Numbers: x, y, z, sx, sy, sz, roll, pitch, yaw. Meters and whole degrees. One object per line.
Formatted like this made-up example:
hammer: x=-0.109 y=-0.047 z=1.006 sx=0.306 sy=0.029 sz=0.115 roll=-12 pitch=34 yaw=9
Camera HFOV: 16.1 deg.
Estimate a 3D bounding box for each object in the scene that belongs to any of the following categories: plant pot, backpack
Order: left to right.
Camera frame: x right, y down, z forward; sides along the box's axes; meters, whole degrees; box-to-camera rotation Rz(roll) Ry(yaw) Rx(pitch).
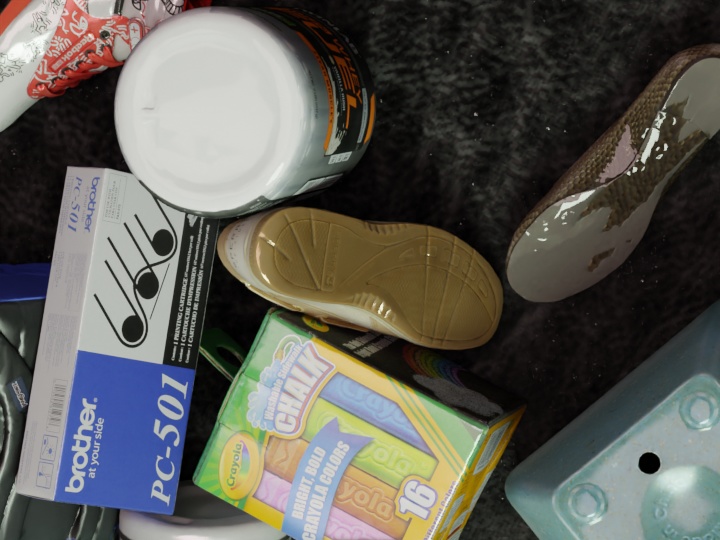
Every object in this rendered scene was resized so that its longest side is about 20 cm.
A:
backpack: x=-0.229 y=0.098 z=1.623 sx=0.168 sy=0.162 sz=0.201 roll=19 pitch=107 yaw=50
plant pot: x=0.201 y=0.139 z=1.474 sx=0.196 sy=0.200 sz=0.196 roll=-40 pitch=80 yaw=9

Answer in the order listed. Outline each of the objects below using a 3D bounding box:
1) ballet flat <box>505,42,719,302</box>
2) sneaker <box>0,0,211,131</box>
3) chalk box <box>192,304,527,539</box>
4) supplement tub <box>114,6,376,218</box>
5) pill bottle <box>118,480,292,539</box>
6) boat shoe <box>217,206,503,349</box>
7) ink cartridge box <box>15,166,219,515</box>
ballet flat: x=0.161 y=-0.062 z=1.567 sx=0.067 sy=0.046 sz=0.200 roll=31 pitch=110 yaw=-22
sneaker: x=-0.169 y=-0.147 z=1.630 sx=0.108 sy=0.067 sz=0.202 roll=37 pitch=100 yaw=11
chalk box: x=-0.019 y=0.096 z=1.586 sx=0.199 sy=0.125 sz=0.124 roll=27 pitch=101 yaw=12
supplement tub: x=-0.062 y=-0.099 z=1.538 sx=0.122 sy=0.200 sz=0.123 roll=2 pitch=97 yaw=14
pill bottle: x=-0.099 y=0.243 z=1.623 sx=0.111 sy=0.111 sz=0.201 roll=5 pitch=103 yaw=14
boat shoe: x=0.000 y=0.000 z=1.562 sx=0.069 sy=0.200 sz=0.074 roll=8 pitch=81 yaw=52
ink cartridge box: x=-0.146 y=0.043 z=1.547 sx=0.044 sy=0.094 sz=0.201 roll=5 pitch=85 yaw=48
